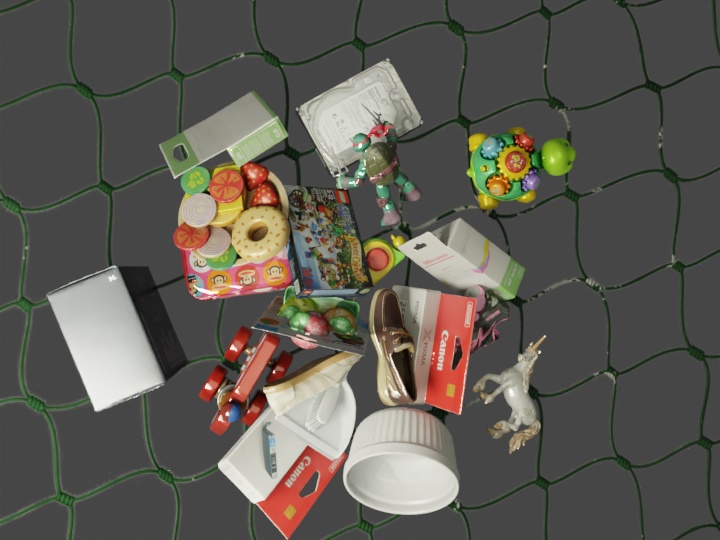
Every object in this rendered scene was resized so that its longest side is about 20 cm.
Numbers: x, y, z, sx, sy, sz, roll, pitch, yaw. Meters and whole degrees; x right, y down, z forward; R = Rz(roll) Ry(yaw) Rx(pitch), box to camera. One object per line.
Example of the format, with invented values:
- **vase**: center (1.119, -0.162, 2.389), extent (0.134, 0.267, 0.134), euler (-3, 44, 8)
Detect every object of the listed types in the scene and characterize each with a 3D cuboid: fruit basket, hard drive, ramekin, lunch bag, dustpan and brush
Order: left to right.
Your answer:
- **lunch bag**: center (-0.217, -0.043, 1.196), extent (0.199, 0.082, 0.177), euler (-9, 86, -5)
- **fruit basket**: center (-0.073, 0.084, 1.125), extent (0.184, 0.200, 0.094), euler (14, 97, 2)
- **dustpan and brush**: center (-0.051, 0.216, 1.205), extent (0.139, 0.057, 0.200), euler (36, 49, -13)
- **hard drive**: center (-0.002, -0.283, 1.237), extent (0.199, 0.038, 0.140), euler (-29, 93, -6)
- **ramekin**: center (0.073, 0.329, 1.171), extent (0.199, 0.105, 0.201), euler (4, 132, 4)

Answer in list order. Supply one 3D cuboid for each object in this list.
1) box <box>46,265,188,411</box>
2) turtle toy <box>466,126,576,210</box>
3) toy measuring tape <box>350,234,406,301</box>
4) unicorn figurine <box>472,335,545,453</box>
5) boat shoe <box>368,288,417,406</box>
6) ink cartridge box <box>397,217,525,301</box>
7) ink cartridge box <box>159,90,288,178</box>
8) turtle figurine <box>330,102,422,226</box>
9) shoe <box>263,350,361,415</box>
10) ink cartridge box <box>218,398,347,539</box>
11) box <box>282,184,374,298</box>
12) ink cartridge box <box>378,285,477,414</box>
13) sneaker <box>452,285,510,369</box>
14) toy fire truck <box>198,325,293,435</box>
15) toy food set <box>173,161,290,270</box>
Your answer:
- **box**: center (-0.394, 0.103, 1.115), extent (0.123, 0.197, 0.201), euler (-22, 92, -6)
- **turtle toy**: center (0.294, -0.197, 1.236), extent (0.199, 0.101, 0.147), euler (-11, 91, -6)
- **toy measuring tape**: center (0.000, 0.000, 1.226), extent (0.200, 0.074, 0.074), euler (-41, 94, 5)
- **unicorn figurine**: center (0.288, 0.227, 1.257), extent (0.137, 0.074, 0.201), euler (-20, 106, -15)
- **boat shoe**: center (0.065, 0.127, 1.136), extent (0.072, 0.072, 0.201), euler (6, 77, -42)
- **ink cartridge box**: center (0.178, -0.022, 1.193), extent (0.200, 0.117, 0.068), euler (35, 64, -16)
- **ink cartridge box**: center (-0.239, -0.225, 1.161), extent (0.199, 0.146, 0.048), euler (-33, 131, -4)
- **turtle figurine**: center (0.026, -0.184, 1.187), extent (0.149, 0.101, 0.200), euler (-38, 119, -2)
- **shoe**: center (-0.076, 0.186, 1.150), extent (0.199, 0.070, 0.054), euler (-22, 91, -35)
- **ink cartridge box**: center (-0.120, 0.325, 1.163), extent (0.176, 0.045, 0.200), euler (48, 46, -5)
- **box**: center (-0.064, -0.051, 1.166), extent (0.136, 0.038, 0.201), euler (-1, 65, -32)
- **ink cartridge box**: center (0.113, 0.134, 1.175), extent (0.045, 0.176, 0.201), euler (9, 89, -37)
- **sneaker**: center (0.201, 0.123, 1.210), extent (0.095, 0.079, 0.201), euler (17, 123, -15)
- **toy fire truck**: center (-0.200, 0.191, 1.149), extent (0.112, 0.168, 0.201), euler (32, 87, -5)
- **toy food set**: center (-0.218, -0.096, 1.126), extent (0.197, 0.049, 0.201), euler (-10, 71, 4)
